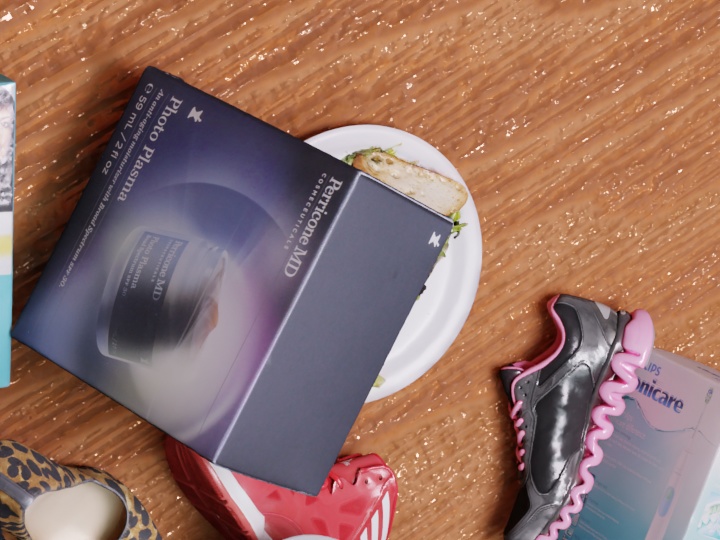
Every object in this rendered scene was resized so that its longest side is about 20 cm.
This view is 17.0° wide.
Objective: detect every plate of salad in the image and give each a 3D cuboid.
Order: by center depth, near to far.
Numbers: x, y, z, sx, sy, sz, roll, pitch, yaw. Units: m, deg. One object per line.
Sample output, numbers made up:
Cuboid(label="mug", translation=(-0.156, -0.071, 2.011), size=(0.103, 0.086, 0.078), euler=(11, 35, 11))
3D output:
Cuboid(label="plate of salad", translation=(0.000, 0.000, 1.667), size=(0.199, 0.048, 0.201), euler=(-7, 107, -25))

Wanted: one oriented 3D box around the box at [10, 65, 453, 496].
Cuboid(label="box", translation=(-0.082, 0.005, 1.526), size=(0.123, 0.198, 0.201), euler=(25, 92, -55))

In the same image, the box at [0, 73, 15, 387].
Cuboid(label="box", translation=(-0.265, -0.025, 1.532), size=(0.082, 0.049, 0.201), euler=(-4, 105, -25))

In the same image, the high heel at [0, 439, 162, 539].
Cuboid(label="high heel", translation=(-0.183, 0.168, 1.568), size=(0.200, 0.142, 0.072), euler=(36, 87, -28))

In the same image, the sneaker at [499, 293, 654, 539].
Cuboid(label="sneaker", translation=(0.137, 0.107, 1.758), size=(0.095, 0.079, 0.201), euler=(23, 92, -7))

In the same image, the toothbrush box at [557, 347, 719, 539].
Cuboid(label="toothbrush box", translation=(0.232, 0.171, 1.768), size=(0.085, 0.146, 0.201), euler=(17, 94, -29))

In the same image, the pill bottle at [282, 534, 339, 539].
Cuboid(label="pill bottle", translation=(-0.052, 0.280, 1.635), size=(0.113, 0.113, 0.200), euler=(0, 133, -26))

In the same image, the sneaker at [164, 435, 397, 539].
Cuboid(label="sneaker", translation=(-0.049, 0.145, 1.678), size=(0.116, 0.078, 0.200), euler=(-46, 130, -17))

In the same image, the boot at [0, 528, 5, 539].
Cuboid(label="boot", translation=(-0.274, 0.201, 1.484), size=(0.076, 0.200, 0.169), euler=(19, 109, -20))
